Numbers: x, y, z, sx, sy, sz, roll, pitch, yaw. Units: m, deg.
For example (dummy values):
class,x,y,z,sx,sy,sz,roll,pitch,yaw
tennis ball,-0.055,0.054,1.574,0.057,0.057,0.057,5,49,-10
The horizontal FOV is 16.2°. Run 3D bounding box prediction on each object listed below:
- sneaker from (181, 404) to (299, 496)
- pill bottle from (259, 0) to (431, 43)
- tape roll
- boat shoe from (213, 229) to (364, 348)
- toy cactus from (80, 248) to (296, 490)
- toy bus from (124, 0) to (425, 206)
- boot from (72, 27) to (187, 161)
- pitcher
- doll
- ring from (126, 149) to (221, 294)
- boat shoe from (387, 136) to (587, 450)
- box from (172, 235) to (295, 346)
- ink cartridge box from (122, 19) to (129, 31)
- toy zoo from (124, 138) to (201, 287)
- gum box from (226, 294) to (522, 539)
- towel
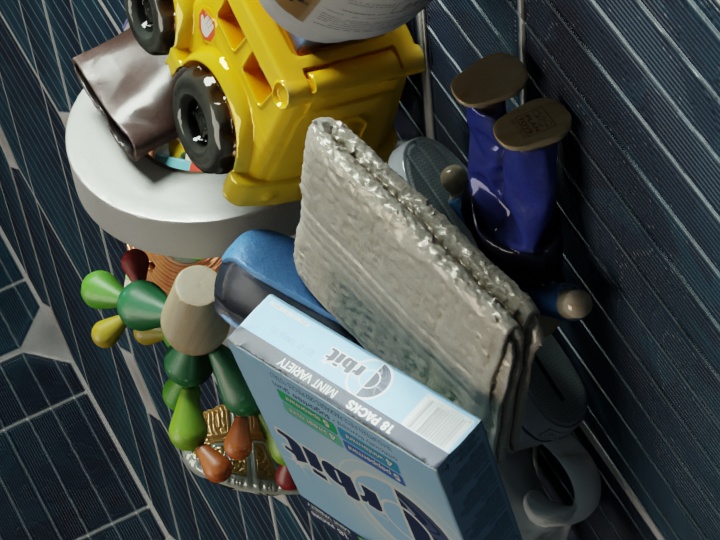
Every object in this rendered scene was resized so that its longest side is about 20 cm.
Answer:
class,x,y,z,sx,sy,sz,roll,pitch,yaw
sneaker,-0.034,0.143,1.878,0.088,0.200,0.076,105,164,-63
pill bottle,-0.002,-0.184,1.336,0.115,0.114,0.200,65,167,1
tape roll,-0.098,-0.091,1.702,0.203,0.202,0.037,54,161,42
boat shoe,0.000,0.047,1.581,0.200,0.084,0.069,36,130,10
toy cactus,-0.102,0.049,1.675,0.200,0.102,0.165,49,156,19
toy bus,-0.048,-0.169,1.555,0.200,0.135,0.192,64,154,19
boot,-0.119,-0.175,1.701,0.072,0.166,0.200,87,157,-55
pitcher,0.067,0.107,1.638,0.200,0.121,0.172,53,141,16
doll,0.090,-0.024,1.409,0.136,0.048,0.200,50,161,33
ring,-0.114,-0.069,1.828,0.200,0.019,0.201,-12,75,52
boat shoe,0.059,0.020,1.519,0.067,0.073,0.200,-32,81,43
box,-0.051,0.064,1.945,0.124,0.097,0.200,57,176,43
ink cartridge box,-0.128,-0.140,2.089,0.200,0.043,0.198,63,167,0
toy zoo,-0.120,-0.072,1.869,0.131,0.020,0.200,15,96,54
gum box,0.018,0.121,1.515,0.170,0.045,0.200,30,155,34
towel,0.031,0.011,1.466,0.200,0.034,0.133,46,148,29
